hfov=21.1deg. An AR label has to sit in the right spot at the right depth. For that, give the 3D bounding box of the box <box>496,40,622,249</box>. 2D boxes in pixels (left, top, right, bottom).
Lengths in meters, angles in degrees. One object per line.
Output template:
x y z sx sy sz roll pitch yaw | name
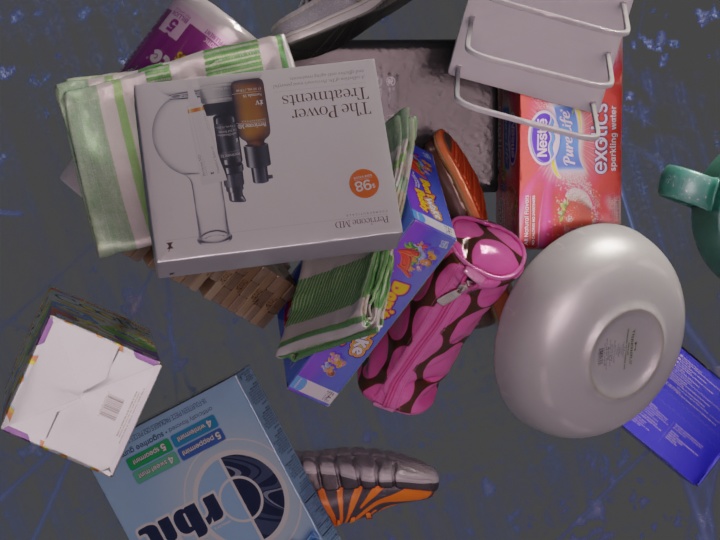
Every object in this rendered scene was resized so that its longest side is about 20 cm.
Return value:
0.180 -0.121 1.757 0.099 0.095 0.202 0 95 -8 | box

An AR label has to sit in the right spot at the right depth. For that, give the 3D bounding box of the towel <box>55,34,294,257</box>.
-0.138 -0.108 1.595 0.198 0.023 0.154 -15 77 -11 | towel

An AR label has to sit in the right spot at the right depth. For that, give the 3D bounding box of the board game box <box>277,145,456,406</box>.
0.000 0.000 1.677 0.045 0.135 0.200 25 119 -24 | board game box

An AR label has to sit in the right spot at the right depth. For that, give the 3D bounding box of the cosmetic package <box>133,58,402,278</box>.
-0.075 -0.083 1.550 0.198 0.052 0.152 -8 77 -8 | cosmetic package

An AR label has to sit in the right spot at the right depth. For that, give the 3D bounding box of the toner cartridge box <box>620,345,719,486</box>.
0.267 0.105 1.820 0.200 0.043 0.095 40 87 -11 | toner cartridge box

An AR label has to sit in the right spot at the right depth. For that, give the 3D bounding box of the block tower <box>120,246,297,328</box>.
-0.137 -0.014 1.679 0.054 0.058 0.199 -47 136 13 | block tower

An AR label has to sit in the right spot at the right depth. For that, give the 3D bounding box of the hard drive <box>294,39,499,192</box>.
0.028 -0.140 1.761 0.198 0.033 0.141 -1 96 -9 | hard drive

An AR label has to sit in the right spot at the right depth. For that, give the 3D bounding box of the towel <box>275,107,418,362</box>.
-0.012 -0.028 1.637 0.023 0.152 0.202 22 66 -27 | towel

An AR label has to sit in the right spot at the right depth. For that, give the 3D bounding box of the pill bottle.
-0.171 -0.135 1.687 0.112 0.112 0.201 37 88 -11 | pill bottle

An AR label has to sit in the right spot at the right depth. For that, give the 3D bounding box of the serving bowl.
0.216 0.063 1.710 0.199 0.066 0.202 -13 115 -28 | serving bowl

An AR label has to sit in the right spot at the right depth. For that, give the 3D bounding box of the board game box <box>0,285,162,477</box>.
-0.241 0.090 1.650 0.102 0.200 0.106 24 92 -11 | board game box

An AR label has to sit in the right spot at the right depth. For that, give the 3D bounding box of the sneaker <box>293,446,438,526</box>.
-0.028 0.225 1.772 0.198 0.078 0.113 1 99 1 | sneaker

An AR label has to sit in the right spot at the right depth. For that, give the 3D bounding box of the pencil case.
0.066 0.045 1.709 0.090 0.094 0.201 23 127 -8 | pencil case

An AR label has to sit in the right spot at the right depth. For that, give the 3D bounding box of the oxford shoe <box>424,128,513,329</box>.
0.083 -0.031 1.747 0.072 0.071 0.201 -14 114 11 | oxford shoe

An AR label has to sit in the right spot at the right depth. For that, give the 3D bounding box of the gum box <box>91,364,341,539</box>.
-0.127 0.211 1.718 0.169 0.045 0.201 -28 91 18 | gum box

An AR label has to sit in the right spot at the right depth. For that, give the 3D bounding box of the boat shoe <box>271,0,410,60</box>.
-0.006 -0.250 1.710 0.201 0.074 0.065 -35 86 -25 | boat shoe

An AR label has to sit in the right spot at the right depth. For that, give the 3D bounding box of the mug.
0.374 -0.062 1.787 0.152 0.114 0.185 -40 100 -3 | mug

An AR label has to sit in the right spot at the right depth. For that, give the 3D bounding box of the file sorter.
0.163 -0.225 1.607 0.138 0.125 0.201 15 113 -2 | file sorter
